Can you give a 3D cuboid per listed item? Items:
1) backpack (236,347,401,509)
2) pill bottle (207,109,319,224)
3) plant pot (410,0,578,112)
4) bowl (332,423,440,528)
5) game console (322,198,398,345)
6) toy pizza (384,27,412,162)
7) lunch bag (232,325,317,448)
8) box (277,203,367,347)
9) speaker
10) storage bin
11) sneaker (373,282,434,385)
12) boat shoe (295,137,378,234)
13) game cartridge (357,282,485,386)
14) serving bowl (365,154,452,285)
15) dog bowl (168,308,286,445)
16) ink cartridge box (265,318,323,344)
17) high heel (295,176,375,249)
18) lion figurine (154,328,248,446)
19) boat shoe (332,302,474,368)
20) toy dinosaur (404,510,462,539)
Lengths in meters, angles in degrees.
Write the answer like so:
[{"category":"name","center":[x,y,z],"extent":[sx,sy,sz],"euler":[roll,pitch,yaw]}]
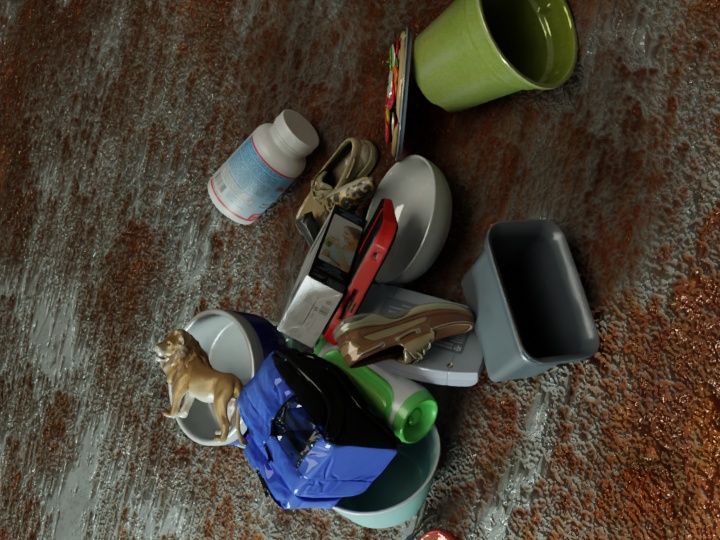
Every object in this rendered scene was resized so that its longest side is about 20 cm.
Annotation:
[{"category":"backpack","center":[-0.081,0.214,1.430],"extent":[0.168,0.162,0.200],"euler":[-48,55,15]},{"category":"pill bottle","center":[-0.164,-0.180,1.800],"extent":[0.200,0.108,0.109],"euler":[-42,58,28]},{"category":"plant pot","center":[0.176,-0.319,1.495],"extent":[0.183,0.199,0.203],"euler":[-24,67,48]},{"category":"bowl","center":[0.027,0.293,1.525],"extent":[0.198,0.106,0.202],"euler":[-9,45,9]},{"category":"game console","center":[0.000,0.000,1.537],"extent":[0.031,0.177,0.201],"euler":[27,105,-6]},{"category":"toy pizza","center":[0.054,-0.267,1.589],"extent":[0.031,0.200,0.203],"euler":[5,84,0]},{"category":"lunch bag","center":[-0.146,0.179,1.634],"extent":[0.159,0.077,0.203],"euler":[5,87,43]},{"category":"box","center":[-0.054,0.005,1.554],"extent":[0.117,0.060,0.201],"euler":[-59,7,36]},{"category":"speaker","center":[0.018,0.166,1.514],"extent":[0.199,0.088,0.089],"euler":[33,104,38]},{"category":"storage bin","center":[0.224,0.050,1.422],"extent":[0.134,0.144,0.202],"euler":[130,130,-57]},{"category":"sneaker","center":[0.063,0.095,1.580],"extent":[0.075,0.078,0.200],"euler":[-42,58,6]},{"category":"boat shoe","center":[-0.053,-0.138,1.725],"extent":[0.200,0.065,0.072],"euler":[-49,55,24]},{"category":"game cartridge","center":[0.086,0.094,1.491],"extent":[0.198,0.134,0.041],"euler":[15,136,15]},{"category":"serving bowl","center":[0.080,-0.069,1.581],"extent":[0.200,0.065,0.202],"euler":[-38,44,49]},{"category":"dog bowl","center":[-0.199,0.162,1.579],"extent":[0.199,0.078,0.203],"euler":[-8,78,41]},{"category":"ink cartridge box","center":[-0.092,0.164,1.694],"extent":[0.199,0.083,0.148],"euler":[10,90,41]},{"category":"high heel","center":[-0.012,-0.057,1.653],"extent":[0.199,0.071,0.144],"euler":[-32,85,47]},{"category":"lion figurine","center":[-0.220,0.167,1.508],"extent":[0.198,0.072,0.124],"euler":[19,89,28]},{"category":"boat shoe","center":[0.063,0.095,1.426],"extent":[0.076,0.198,0.073],"euler":[102,156,-62]},{"category":"toy dinosaur","center":[0.073,0.435,1.471],"extent":[0.105,0.199,0.183],"euler":[38,140,22]}]
